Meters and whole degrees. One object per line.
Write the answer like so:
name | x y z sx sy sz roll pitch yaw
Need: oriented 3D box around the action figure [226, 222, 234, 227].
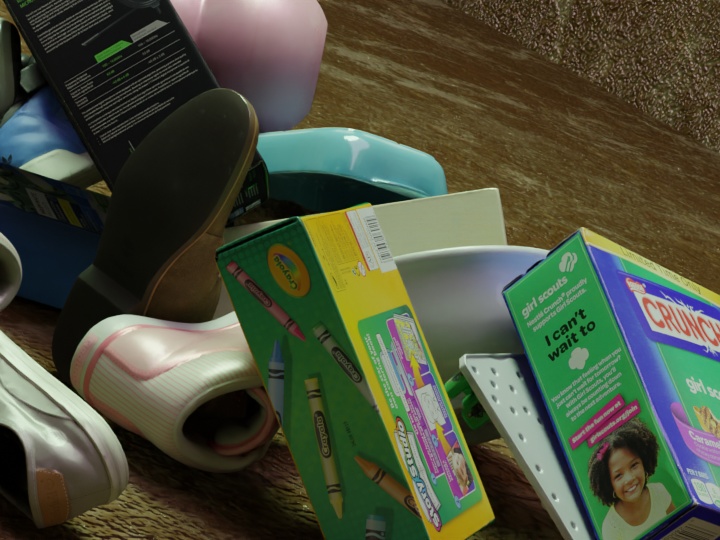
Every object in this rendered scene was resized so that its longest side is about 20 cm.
action figure | -0.083 -0.055 1.827 0.200 0.105 0.193 30 14 40

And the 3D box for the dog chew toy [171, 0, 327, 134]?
dog chew toy | -0.127 -0.164 1.704 0.199 0.125 0.125 12 14 -3

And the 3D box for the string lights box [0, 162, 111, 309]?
string lights box | -0.250 -0.034 1.547 0.199 0.059 0.103 18 15 -25

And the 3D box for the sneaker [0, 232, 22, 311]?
sneaker | -0.280 -0.016 1.387 0.104 0.076 0.200 27 8 40

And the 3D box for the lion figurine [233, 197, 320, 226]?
lion figurine | 0.004 0.014 1.687 0.199 0.073 0.123 20 -22 12

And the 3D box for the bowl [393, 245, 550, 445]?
bowl | 0.056 0.060 1.552 0.200 0.091 0.201 -6 -19 -2

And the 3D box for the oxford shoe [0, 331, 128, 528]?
oxford shoe | -0.199 0.069 1.228 0.058 0.075 0.200 -32 45 -30

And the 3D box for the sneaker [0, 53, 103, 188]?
sneaker | -0.204 -0.118 1.746 0.200 0.077 0.111 -26 78 -39

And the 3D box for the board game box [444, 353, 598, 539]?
board game box | 0.151 0.139 1.451 0.200 0.026 0.200 3 51 -57

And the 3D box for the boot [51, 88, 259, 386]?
boot | -0.107 -0.017 1.417 0.075 0.201 0.074 11 26 -48

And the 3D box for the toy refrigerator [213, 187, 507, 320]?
toy refrigerator | 0.000 0.000 1.597 0.199 0.070 0.076 -9 -12 3

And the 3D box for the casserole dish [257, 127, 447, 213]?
casserole dish | -0.021 -0.067 1.660 0.121 0.039 0.200 17 -12 -35

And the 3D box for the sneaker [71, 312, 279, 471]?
sneaker | -0.062 0.072 1.388 0.200 0.076 0.104 0 24 -47

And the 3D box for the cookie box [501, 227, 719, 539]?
cookie box | 0.188 0.092 1.450 0.171 0.075 0.201 22 38 -46

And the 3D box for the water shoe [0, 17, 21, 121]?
water shoe | -0.280 -0.112 1.597 0.079 0.200 0.072 4 62 -19

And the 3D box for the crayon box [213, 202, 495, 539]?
crayon box | 0.000 0.067 1.324 0.201 0.058 0.119 69 20 2

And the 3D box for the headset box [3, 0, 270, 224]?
headset box | -0.147 -0.120 1.543 0.201 0.093 0.174 59 -4 6
